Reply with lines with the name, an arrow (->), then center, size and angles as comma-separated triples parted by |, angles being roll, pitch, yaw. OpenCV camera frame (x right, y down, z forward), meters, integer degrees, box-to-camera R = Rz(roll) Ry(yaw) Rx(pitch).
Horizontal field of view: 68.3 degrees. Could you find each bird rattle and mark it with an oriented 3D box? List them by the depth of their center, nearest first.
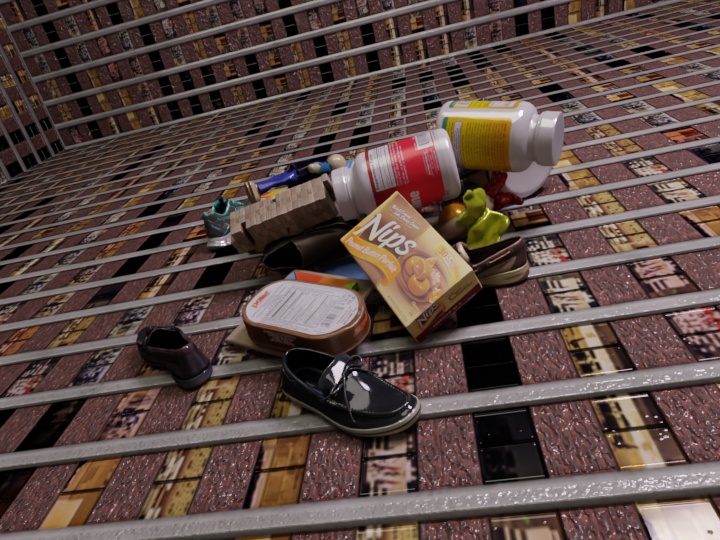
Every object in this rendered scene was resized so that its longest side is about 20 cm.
bird rattle -> 0.184, -0.103, 0.916 | 0.161, 0.114, 0.201 | -24, 21, 31

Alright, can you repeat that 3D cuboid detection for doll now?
doll -> -0.117, -0.178, 0.994 | 0.197, 0.049, 0.136 | -23, 13, -18

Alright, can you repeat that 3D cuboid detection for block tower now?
block tower -> -0.135, -0.096, 0.917 | 0.196, 0.054, 0.059 | -22, 51, 10

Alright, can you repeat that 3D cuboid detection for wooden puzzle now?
wooden puzzle -> -0.089, 0.057, 0.808 | 0.197, 0.038, 0.185 | 3, 37, 35

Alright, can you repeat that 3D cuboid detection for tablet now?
tablet -> 0.000, 0.000, 0.910 | 0.128, 0.014, 0.200 | -22, 29, -13

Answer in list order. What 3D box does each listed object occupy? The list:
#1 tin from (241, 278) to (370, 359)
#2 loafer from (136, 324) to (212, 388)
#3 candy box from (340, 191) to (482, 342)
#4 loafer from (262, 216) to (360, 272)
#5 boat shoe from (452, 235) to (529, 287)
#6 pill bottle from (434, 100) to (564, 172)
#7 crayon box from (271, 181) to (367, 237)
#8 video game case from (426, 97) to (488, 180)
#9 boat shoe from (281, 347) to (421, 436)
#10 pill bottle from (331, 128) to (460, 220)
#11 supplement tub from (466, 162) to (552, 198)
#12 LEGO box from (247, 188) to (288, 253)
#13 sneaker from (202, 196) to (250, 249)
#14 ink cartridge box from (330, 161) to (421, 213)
tin -> -0.078, 0.061, 0.738 | 0.196, 0.043, 0.112 | 7, 36, 32
loafer -> -0.287, 0.110, 0.799 | 0.071, 0.064, 0.198 | -34, 33, -32
candy box -> 0.066, -0.012, 0.754 | 0.115, 0.055, 0.201 | -39, 48, 2
loafer -> -0.084, -0.034, 0.920 | 0.196, 0.074, 0.072 | -18, 17, 16
boat shoe -> 0.149, -0.010, 0.789 | 0.195, 0.073, 0.073 | -10, 28, 10
pill bottle -> 0.233, -0.226, 0.896 | 0.196, 0.115, 0.113 | 11, 36, 30
crayon box -> -0.076, -0.094, 0.981 | 0.196, 0.121, 0.058 | -16, 11, 8
video game case -> 0.180, -0.240, 1.067 | 0.019, 0.146, 0.199 | 14, -15, -25
boat shoe -> -0.020, 0.137, 0.620 | 0.197, 0.063, 0.074 | 10, 35, 37
pill bottle -> 0.057, -0.149, 0.867 | 0.196, 0.114, 0.113 | -15, 27, 9
supplement tub -> 0.273, -0.237, 1.063 | 0.142, 0.147, 0.200 | -21, 28, -12
LEGO box -> -0.136, -0.113, 1.114 | 0.196, 0.079, 0.150 | -5, 29, 19
sneaker -> -0.293, -0.132, 1.212 | 0.076, 0.093, 0.201 | -3, 30, 19
ink cartridge box -> 0.049, -0.154, 1.041 | 0.196, 0.117, 0.068 | 0, 52, 27
